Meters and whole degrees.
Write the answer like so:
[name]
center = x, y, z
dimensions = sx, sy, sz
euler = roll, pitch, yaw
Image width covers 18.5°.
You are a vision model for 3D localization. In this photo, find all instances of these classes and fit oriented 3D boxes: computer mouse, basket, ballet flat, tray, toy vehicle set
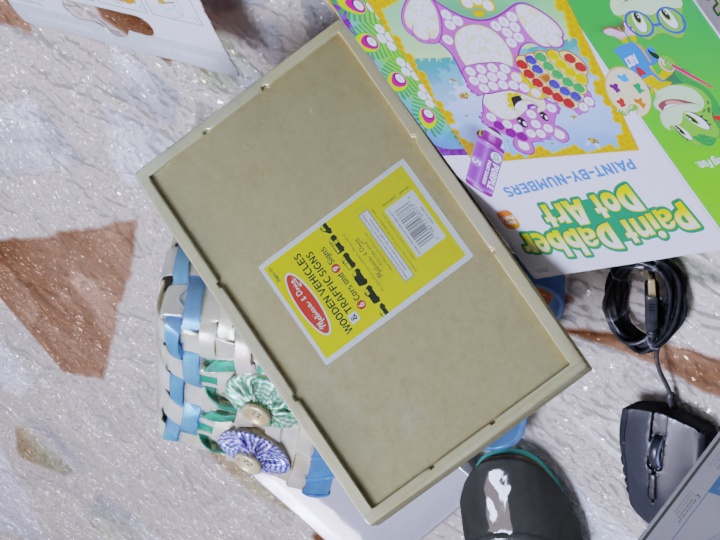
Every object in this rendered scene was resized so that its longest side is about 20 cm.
[computer mouse]
center = 0.146, 0.067, 1.078
dimensions = 0.058, 0.034, 0.200
euler = 19, 143, 35
[basket]
center = -0.004, 0.037, 1.126
dimensions = 0.199, 0.140, 0.177
euler = 3, 147, -3
[ballet flat]
center = 0.095, 0.184, 1.253
dimensions = 0.068, 0.069, 0.200
euler = -2, 139, 11
[tray]
center = 0.003, 0.118, 1.324
dimensions = 0.107, 0.022, 0.200
euler = 40, 150, 0
[toy vehicle set]
center = 0.000, 0.000, 1.019
dimensions = 0.200, 0.124, 0.027
euler = 56, -174, 10

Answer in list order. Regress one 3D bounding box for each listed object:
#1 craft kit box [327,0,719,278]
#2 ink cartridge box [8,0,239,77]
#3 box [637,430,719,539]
[craft kit box]
center = 0.091, -0.091, 0.924
dimensions = 0.198, 0.049, 0.200
euler = 49, 150, -19
[ink cartridge box]
center = -0.139, -0.192, 1.068
dimensions = 0.162, 0.050, 0.200
euler = 17, 151, 35
[box]
center = 0.234, 0.144, 0.995
dimensions = 0.199, 0.117, 0.060
euler = 19, 140, 36
